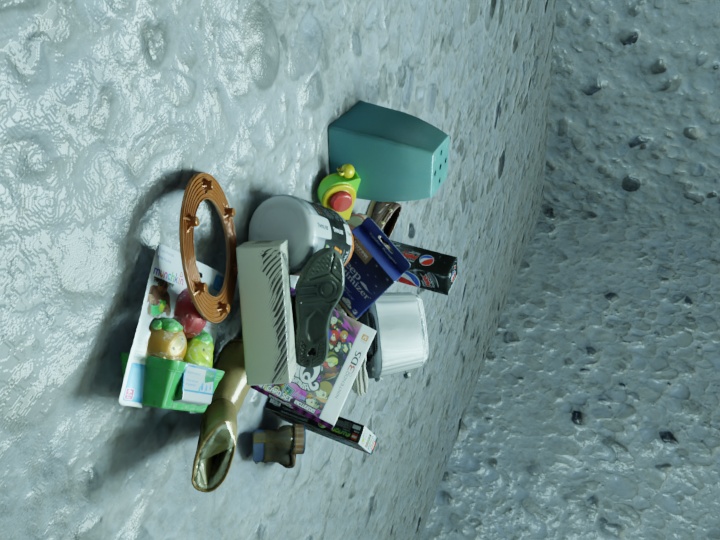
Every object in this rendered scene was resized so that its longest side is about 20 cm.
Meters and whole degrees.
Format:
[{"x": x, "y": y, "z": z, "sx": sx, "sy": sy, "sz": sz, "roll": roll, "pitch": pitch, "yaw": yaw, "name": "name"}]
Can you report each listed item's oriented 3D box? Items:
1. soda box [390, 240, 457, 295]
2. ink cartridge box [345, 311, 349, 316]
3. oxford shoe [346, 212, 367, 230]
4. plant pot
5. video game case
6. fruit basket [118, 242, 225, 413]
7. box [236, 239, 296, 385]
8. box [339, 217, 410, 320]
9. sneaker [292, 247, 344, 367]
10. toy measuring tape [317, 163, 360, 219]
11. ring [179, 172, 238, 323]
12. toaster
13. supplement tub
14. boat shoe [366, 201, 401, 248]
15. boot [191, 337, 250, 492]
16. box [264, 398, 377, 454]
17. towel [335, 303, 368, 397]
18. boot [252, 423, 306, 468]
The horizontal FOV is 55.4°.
[{"x": 0.120, "y": -0.010, "z": 1.574, "sx": 0.071, "sy": 0.198, "sz": 0.064, "roll": -57, "pitch": 152, "yaw": -36, "name": "soda box"}, {"x": -0.016, "y": 0.137, "z": 1.481, "sx": 0.094, "sy": 0.044, "sz": 0.203, "roll": -162, "pitch": -95, "yaw": -70, "name": "ink cartridge box"}, {"x": -0.008, "y": -0.021, "z": 1.433, "sx": 0.074, "sy": 0.070, "sz": 0.203, "roll": -31, "pitch": 135, "yaw": -70, "name": "oxford shoe"}, {"x": 0.060, "y": -0.213, "z": 1.294, "sx": 0.141, "sy": 0.198, "sz": 0.143, "roll": -49, "pitch": 148, "yaw": -47, "name": "plant pot"}, {"x": -0.096, "y": 0.137, "z": 1.146, "sx": 0.183, "sy": 0.198, "sz": 0.036, "roll": -63, "pitch": 180, "yaw": -26, "name": "video game case"}, {"x": -0.233, "y": 0.086, "z": 0.911, "sx": 0.185, "sy": 0.093, "sz": 0.203, "roll": 40, "pitch": 64, "yaw": -67, "name": "fruit basket"}, {"x": -0.136, "y": 0.059, "z": 1.005, "sx": 0.082, "sy": 0.067, "sz": 0.203, "roll": -82, "pitch": 169, "yaw": -80, "name": "box"}, {"x": 0.000, "y": 0.000, "z": 1.268, "sx": 0.032, "sy": 0.121, "sz": 0.200, "roll": -37, "pitch": 173, "yaw": -41, "name": "box"}, {"x": -0.076, "y": 0.041, "z": 1.081, "sx": 0.115, "sy": 0.075, "sz": 0.202, "roll": -114, "pitch": -151, "yaw": -57, "name": "sneaker"}, {"x": -0.055, "y": -0.114, "z": 1.283, "sx": 0.074, "sy": 0.073, "sz": 0.201, "roll": -48, "pitch": 163, "yaw": -49, "name": "toy measuring tape"}, {"x": -0.196, "y": -0.031, "z": 0.924, "sx": 0.200, "sy": 0.019, "sz": 0.204, "roll": -4, "pitch": 90, "yaw": -82, "name": "ring"}, {"x": 0.058, "y": 0.120, "z": 1.391, "sx": 0.113, "sy": 0.127, "sz": 0.203, "roll": 154, "pitch": -69, "yaw": -63, "name": "toaster"}, {"x": -0.089, "y": -0.051, "z": 1.134, "sx": 0.200, "sy": 0.121, "sz": 0.124, "roll": 7, "pitch": 97, "yaw": -68, "name": "supplement tub"}, {"x": 0.033, "y": -0.062, "z": 1.506, "sx": 0.070, "sy": 0.069, "sz": 0.203, "roll": 30, "pitch": 77, "yaw": -69, "name": "boat shoe"}, {"x": -0.192, "y": 0.200, "z": 0.991, "sx": 0.200, "sy": 0.065, "sz": 0.178, "roll": -154, "pitch": -101, "yaw": -80, "name": "boot"}, {"x": -0.072, "y": 0.287, "z": 1.291, "sx": 0.035, "sy": 0.198, "sz": 0.110, "roll": -67, "pitch": 157, "yaw": -18, "name": "box"}, {"x": -0.031, "y": 0.139, "z": 1.350, "sx": 0.034, "sy": 0.201, "sz": 0.134, "roll": -17, "pitch": 135, "yaw": -15, "name": "towel"}, {"x": -0.165, "y": 0.328, "z": 1.291, "sx": 0.200, "sy": 0.095, "sz": 0.076, "roll": 119, "pitch": -28, "yaw": -59, "name": "boot"}]
